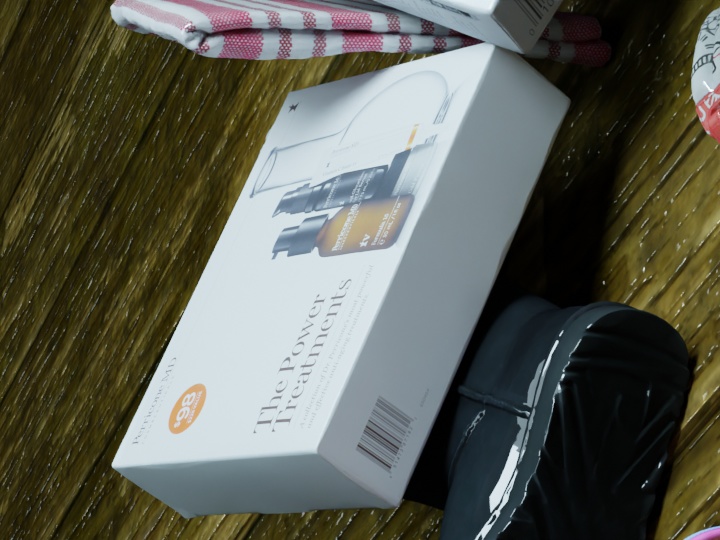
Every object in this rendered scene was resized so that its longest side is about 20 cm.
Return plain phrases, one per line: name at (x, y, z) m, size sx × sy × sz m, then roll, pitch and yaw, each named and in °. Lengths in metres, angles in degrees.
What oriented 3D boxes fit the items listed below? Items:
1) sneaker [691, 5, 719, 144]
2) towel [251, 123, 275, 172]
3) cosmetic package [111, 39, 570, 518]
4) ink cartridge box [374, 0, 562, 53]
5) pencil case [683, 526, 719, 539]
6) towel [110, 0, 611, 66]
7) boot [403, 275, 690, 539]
sneaker at (0.165, -0.063, 0.911) m, size 0.201 × 0.067 × 0.108 m, roll -94°, pitch 28°, yaw -55°
towel at (0.000, 0.000, 1.336) m, size 0.200 × 0.086 × 0.166 m, roll -10°, pitch 59°, yaw 65°
cosmetic package at (-0.009, 0.006, 1.162) m, size 0.151 × 0.052 × 0.200 m, roll -12°, pitch 48°, yaw 53°
ink cartridge box at (0.044, -0.206, 1.182) m, size 0.200 × 0.041 × 0.200 m, roll 23°, pitch 77°, yaw 41°
pencil case at (0.092, 0.154, 0.943) m, size 0.200 × 0.088 × 0.088 m, roll 133°, pitch 147°, yaw -54°
towel at (-0.003, -0.107, 1.245) m, size 0.146 × 0.200 × 0.030 m, roll -155°, pitch 65°, yaw -72°
boot at (0.049, 0.099, 1.116) m, size 0.168 × 0.076 × 0.200 m, roll 7°, pitch 76°, yaw 68°
